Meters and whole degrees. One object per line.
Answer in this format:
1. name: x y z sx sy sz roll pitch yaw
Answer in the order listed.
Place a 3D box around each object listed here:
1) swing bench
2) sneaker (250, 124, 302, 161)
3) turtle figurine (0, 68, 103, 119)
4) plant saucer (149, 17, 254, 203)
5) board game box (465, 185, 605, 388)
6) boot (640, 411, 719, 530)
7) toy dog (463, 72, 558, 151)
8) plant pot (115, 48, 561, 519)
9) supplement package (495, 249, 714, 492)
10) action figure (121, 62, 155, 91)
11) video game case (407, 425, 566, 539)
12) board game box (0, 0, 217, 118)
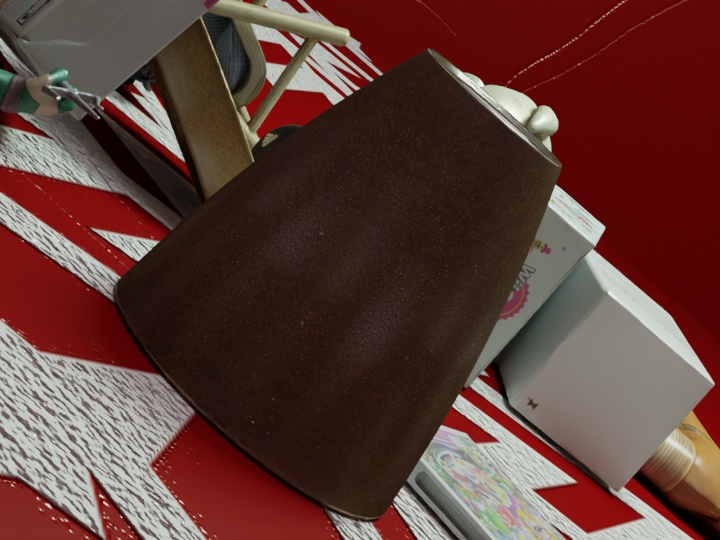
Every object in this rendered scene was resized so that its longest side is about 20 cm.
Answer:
1. swing bench: -0.139 -0.220 1.640 0.199 0.130 0.199 31 13 -22
2. sneaker: 0.000 0.000 1.354 0.201 0.075 0.115 61 5 28
3. turtle figurine: -0.217 -0.136 1.015 0.200 0.100 0.151 33 -34 44
4. plant saucer: -0.106 -0.104 1.304 0.200 0.035 0.202 159 -90 -84
5. board game box: 0.119 0.006 1.566 0.064 0.148 0.200 42 9 2
6. boot: 0.306 0.167 1.789 0.155 0.077 0.200 39 12 -3
7. toy dog: 0.048 -0.064 1.561 0.193 0.199 0.141 -1 -71 50
8. plant pot: 0.007 -0.008 1.037 0.187 0.200 0.187 40 10 -8
9. supplement package: 0.194 0.073 1.640 0.120 0.121 0.200 40 10 -9
10. action figure: -0.172 -0.188 1.439 0.118 0.103 0.200 33 7 26
11. video game case: 0.093 0.160 1.172 0.200 0.018 0.143 47 10 27
12. board game box: -0.151 -0.180 1.188 0.064 0.147 0.200 52 -5 -27
